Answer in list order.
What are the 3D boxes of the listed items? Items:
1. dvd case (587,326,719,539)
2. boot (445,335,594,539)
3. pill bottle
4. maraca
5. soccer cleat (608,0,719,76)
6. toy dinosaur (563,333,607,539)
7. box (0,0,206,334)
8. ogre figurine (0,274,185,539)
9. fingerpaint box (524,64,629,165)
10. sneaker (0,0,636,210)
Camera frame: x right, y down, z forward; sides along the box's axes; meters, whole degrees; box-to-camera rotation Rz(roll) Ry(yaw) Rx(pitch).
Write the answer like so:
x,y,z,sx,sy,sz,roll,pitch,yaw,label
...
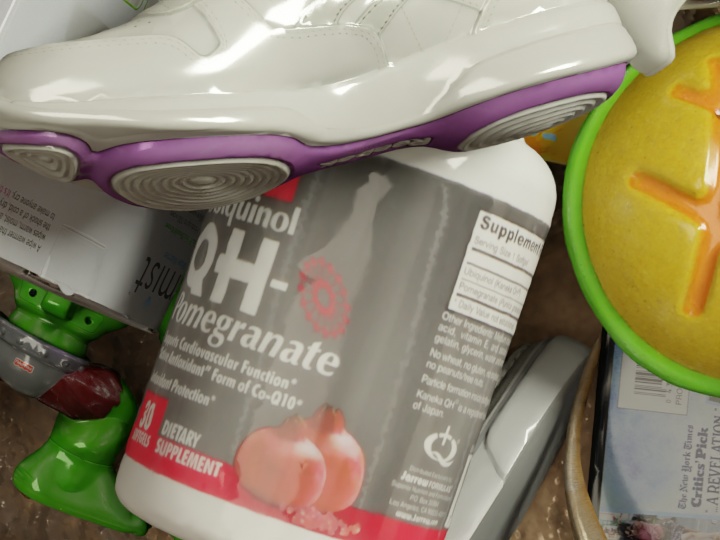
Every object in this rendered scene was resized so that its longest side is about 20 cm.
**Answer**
x,y,z,sx,sy,sz,roll,pitch,yaw,label
0.182,0.090,0.826,0.199,0.018,0.144,5,91,16,dvd case
-0.001,0.090,0.837,0.095,0.074,0.200,32,77,18,boot
0.000,0.000,0.752,0.110,0.111,0.201,18,88,16,pill bottle
0.166,-0.033,0.792,0.199,0.107,0.138,-22,89,-12,maraca
0.145,-0.132,0.782,0.199,0.069,0.078,-29,93,-29,soccer cleat
0.100,0.136,0.800,0.060,0.106,0.201,-32,92,33,toy dinosaur
-0.099,-0.088,0.733,0.096,0.200,0.177,24,87,18,box
-0.117,0.024,0.875,0.199,0.098,0.120,29,97,16,ogre figurine
0.034,-0.151,0.847,0.166,0.073,0.201,12,94,17,fingerpaint box
-0.021,-0.075,0.655,0.199,0.075,0.100,-12,81,-23,sneaker
